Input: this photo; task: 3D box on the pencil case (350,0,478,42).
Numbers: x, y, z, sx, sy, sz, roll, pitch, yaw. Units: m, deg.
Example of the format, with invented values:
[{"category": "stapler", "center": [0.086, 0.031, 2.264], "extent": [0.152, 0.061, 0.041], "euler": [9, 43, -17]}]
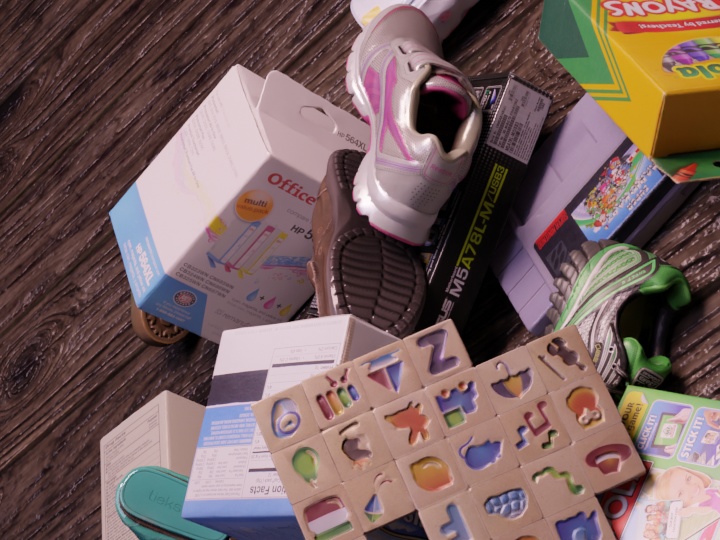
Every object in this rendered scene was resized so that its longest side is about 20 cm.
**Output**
[{"category": "pencil case", "center": [0.081, -0.251, 1.462], "extent": [0.200, 0.083, 0.091], "euler": [-45, 17, 26]}]

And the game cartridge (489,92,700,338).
[{"category": "game cartridge", "center": [0.164, -0.061, 1.283], "extent": [0.200, 0.038, 0.130], "euler": [-50, 33, 18]}]

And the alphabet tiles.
[{"category": "alphabet tiles", "center": [0.057, 0.114, 1.093], "extent": [0.199, 0.008, 0.168], "euler": [-23, 70, -5]}]

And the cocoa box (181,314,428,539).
[{"category": "cocoa box", "center": [0.007, 0.128, 1.215], "extent": [0.133, 0.200, 0.132], "euler": [-9, 62, 47]}]

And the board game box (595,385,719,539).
[{"category": "board game box", "center": [0.176, 0.166, 1.070], "extent": [0.134, 0.029, 0.201], "euler": [8, 62, 40]}]

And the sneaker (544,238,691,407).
[{"category": "sneaker", "center": [0.144, 0.075, 1.182], "extent": [0.085, 0.078, 0.201], "euler": [12, 78, 53]}]

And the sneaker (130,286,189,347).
[{"category": "sneaker", "center": [-0.173, -0.020, 1.661], "extent": [0.090, 0.067, 0.201], "euler": [-21, 52, 53]}]

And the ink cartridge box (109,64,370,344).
[{"category": "ink cartridge box", "center": [-0.087, -0.055, 1.511], "extent": [0.200, 0.128, 0.126], "euler": [-47, 39, 22]}]

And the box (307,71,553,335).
[{"category": "box", "center": [0.048, -0.045, 1.376], "extent": [0.193, 0.047, 0.201], "euler": [10, 77, 65]}]

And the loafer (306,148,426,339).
[{"category": "loafer", "center": [0.000, 0.000, 1.308], "extent": [0.201, 0.073, 0.071], "euler": [-90, 22, -50]}]

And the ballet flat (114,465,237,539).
[{"category": "ballet flat", "center": [-0.086, 0.201, 1.368], "extent": [0.199, 0.070, 0.068], "euler": [24, 72, 11]}]

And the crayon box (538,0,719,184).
[{"category": "crayon box", "center": [0.212, -0.129, 1.184], "extent": [0.200, 0.126, 0.051], "euler": [-123, 32, -49]}]

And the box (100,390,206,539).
[{"category": "box", "center": [-0.148, 0.207, 1.467], "extent": [0.095, 0.078, 0.201], "euler": [-36, 43, 33]}]

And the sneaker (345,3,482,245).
[{"category": "sneaker", "center": [0.046, -0.117, 1.307], "extent": [0.088, 0.081, 0.201], "euler": [-43, 39, 40]}]
